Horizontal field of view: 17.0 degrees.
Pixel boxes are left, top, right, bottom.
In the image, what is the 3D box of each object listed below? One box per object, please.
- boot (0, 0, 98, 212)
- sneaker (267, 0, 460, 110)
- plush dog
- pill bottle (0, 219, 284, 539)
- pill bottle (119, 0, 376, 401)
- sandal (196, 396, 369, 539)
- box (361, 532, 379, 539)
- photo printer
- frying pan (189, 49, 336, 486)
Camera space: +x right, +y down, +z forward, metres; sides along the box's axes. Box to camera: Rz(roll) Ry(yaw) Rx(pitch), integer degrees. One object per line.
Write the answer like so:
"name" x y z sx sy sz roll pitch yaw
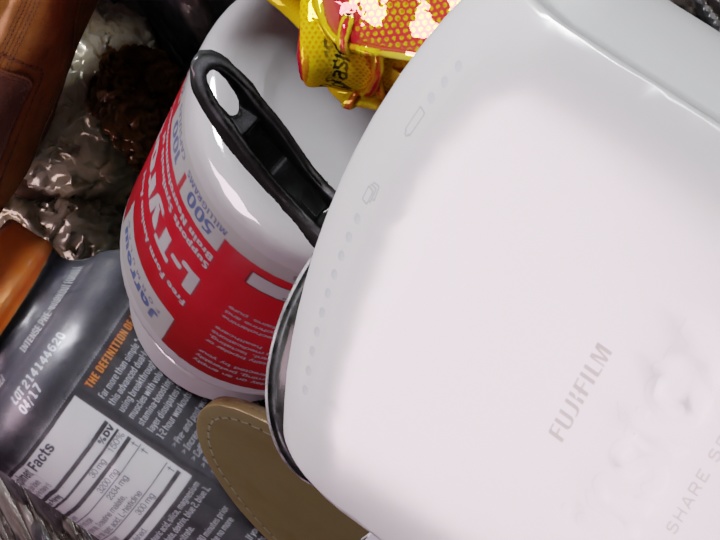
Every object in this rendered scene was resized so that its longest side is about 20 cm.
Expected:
"boot" -0.133 -0.073 0.913 0.068 0.188 0.200 38 122 0
"sneaker" 0.027 -0.067 0.729 0.200 0.077 0.073 30 154 25
"plush dog" -0.137 -0.043 1.090 0.200 0.160 0.173 37 121 49
"pill bottle" -0.085 0.063 1.002 0.200 0.106 0.106 36 158 -6
"pill bottle" -0.026 -0.020 0.879 0.113 0.112 0.200 61 157 10
"sandal" 0.039 0.101 0.932 0.211 0.070 0.078 35 143 10
"box" 0.099 0.122 0.769 0.177 0.096 0.200 61 158 10
"photo printer" 0.078 0.026 0.615 0.200 0.069 0.167 35 119 17
"frying pan" 0.013 -0.007 0.754 0.031 0.115 0.191 31 142 40
